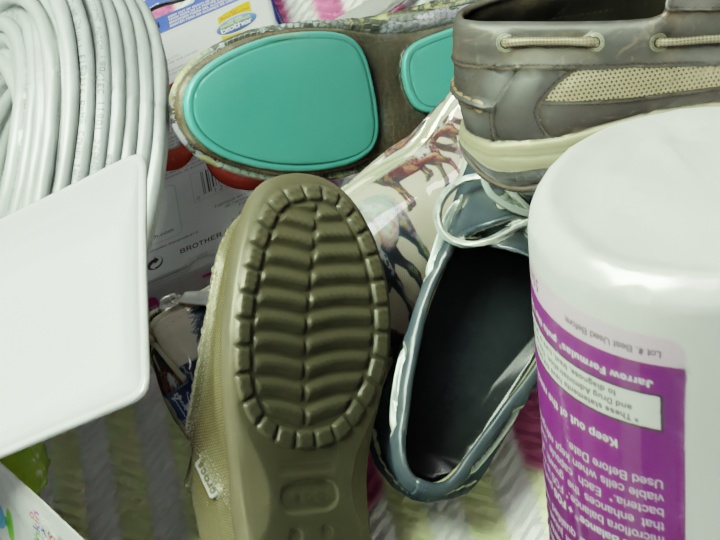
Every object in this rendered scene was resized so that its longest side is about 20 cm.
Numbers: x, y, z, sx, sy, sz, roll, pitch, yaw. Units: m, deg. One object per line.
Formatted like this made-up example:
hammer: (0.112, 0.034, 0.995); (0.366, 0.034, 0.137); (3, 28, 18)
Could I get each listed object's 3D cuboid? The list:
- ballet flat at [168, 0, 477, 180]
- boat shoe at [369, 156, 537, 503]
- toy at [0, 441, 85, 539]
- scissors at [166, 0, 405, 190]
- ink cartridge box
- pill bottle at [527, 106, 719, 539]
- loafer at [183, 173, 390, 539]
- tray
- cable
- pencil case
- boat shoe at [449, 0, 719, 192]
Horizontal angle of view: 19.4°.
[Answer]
ballet flat: (0.001, -0.080, 0.936); (0.199, 0.072, 0.072); (-13, 38, -24)
boat shoe: (0.058, -0.004, 0.823); (0.201, 0.075, 0.062); (-61, 3, -3)
toy: (-0.144, 0.104, 0.872); (0.047, 0.116, 0.200); (-18, 35, -28)
scissors: (-0.036, -0.102, 0.998); (0.073, 0.014, 0.200); (21, 46, 15)
ink cartridge box: (-0.082, -0.062, 1.021); (0.119, 0.042, 0.201); (-22, 47, 8)
pill bottle: (0.114, 0.059, 0.677); (0.111, 0.201, 0.113); (-5, 32, 3)
loafer: (-0.035, 0.064, 0.808); (0.067, 0.076, 0.202); (-7, 78, 56)
tray: (-0.155, 0.037, 0.825); (0.199, 0.022, 0.108); (-23, 54, 27)
cable: (-0.146, -0.034, 0.940); (0.200, 0.069, 0.201); (-52, 36, 43)
pencil case: (0.000, 0.000, 0.883); (0.200, 0.090, 0.078); (-38, 31, -7)
boat shoe: (0.125, -0.091, 0.749); (0.199, 0.074, 0.075); (-20, 28, 0)
